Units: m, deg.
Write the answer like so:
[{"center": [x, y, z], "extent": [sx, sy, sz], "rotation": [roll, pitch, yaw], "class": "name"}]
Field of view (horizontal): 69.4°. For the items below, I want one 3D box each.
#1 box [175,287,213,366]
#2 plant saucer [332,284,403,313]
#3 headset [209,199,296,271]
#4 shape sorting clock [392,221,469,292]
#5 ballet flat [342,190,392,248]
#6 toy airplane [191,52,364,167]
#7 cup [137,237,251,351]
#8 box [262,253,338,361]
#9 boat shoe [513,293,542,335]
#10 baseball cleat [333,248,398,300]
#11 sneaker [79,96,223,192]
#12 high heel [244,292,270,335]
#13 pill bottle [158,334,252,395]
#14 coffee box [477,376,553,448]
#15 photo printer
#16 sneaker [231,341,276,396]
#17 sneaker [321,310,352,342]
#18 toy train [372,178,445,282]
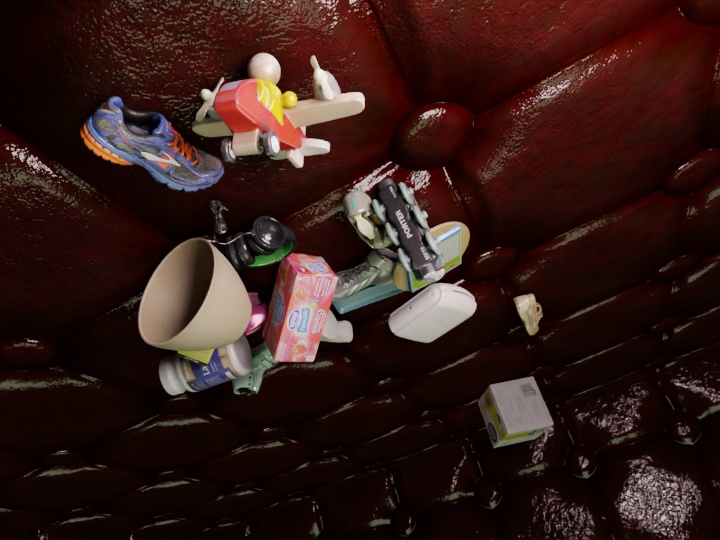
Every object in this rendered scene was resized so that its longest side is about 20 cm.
[{"center": [-0.324, 0.112, 1.101], "extent": [0.074, 0.051, 0.202], "rotation": [22, 122, -14], "class": "box"}, {"center": [0.031, 0.051, 1.247], "extent": [0.196, 0.019, 0.070], "rotation": [-20, 147, 7], "class": "plant saucer"}, {"center": [-0.201, -0.063, 0.952], "extent": [0.122, 0.096, 0.199], "rotation": [-27, 161, 17], "class": "headset"}, {"center": [0.154, -0.030, 1.137], "extent": [0.197, 0.039, 0.202], "rotation": [-23, 143, -18], "class": "shape sorting clock"}, {"center": [0.021, -0.078, 1.007], "extent": [0.066, 0.065, 0.200], "rotation": [-24, 147, 13], "class": "ballet flat"}, {"center": [-0.117, -0.215, 0.702], "extent": [0.196, 0.145, 0.198], "rotation": [-9, -174, -26], "class": "toy airplane"}, {"center": [-0.283, 0.063, 0.950], "extent": [0.198, 0.203, 0.143], "rotation": [-30, 140, 22], "class": "cup"}, {"center": [-0.128, 0.077, 1.070], "extent": [0.094, 0.100, 0.204], "rotation": [5, 114, -30], "class": "box"}, {"center": [0.499, 0.129, 1.511], "extent": [0.064, 0.072, 0.200], "rotation": [-24, 145, 16], "class": "boat shoe"}, {"center": [0.000, 0.000, 1.125], "extent": [0.196, 0.070, 0.108], "rotation": [-17, 143, -17], "class": "baseball cleat"}, {"center": [-0.279, -0.174, 0.731], "extent": [0.197, 0.076, 0.078], "rotation": [16, 133, -41], "class": "sneaker"}, {"center": [-0.171, 0.098, 1.156], "extent": [0.195, 0.098, 0.068], "rotation": [-4, 146, -17], "class": "high heel"}, {"center": [-0.368, 0.220, 1.238], "extent": [0.196, 0.118, 0.116], "rotation": [-20, 147, 7], "class": "pill bottle"}, {"center": [0.619, 0.575, 2.105], "extent": [0.195, 0.203, 0.199], "rotation": [-8, 147, -12], "class": "coffee box"}, {"center": [0.194, 0.109, 1.352], "extent": [0.164, 0.071, 0.199], "rotation": [18, 134, -41], "class": "photo printer"}, {"center": [-0.243, 0.251, 1.335], "extent": [0.197, 0.120, 0.074], "rotation": [-22, 146, 8], "class": "sneaker"}, {"center": [-0.096, 0.145, 1.287], "extent": [0.087, 0.077, 0.200], "rotation": [-10, 155, 22], "class": "sneaker"}, {"center": [0.092, -0.071, 0.936], "extent": [0.084, 0.203, 0.114], "rotation": [-31, 159, 15], "class": "toy train"}]
